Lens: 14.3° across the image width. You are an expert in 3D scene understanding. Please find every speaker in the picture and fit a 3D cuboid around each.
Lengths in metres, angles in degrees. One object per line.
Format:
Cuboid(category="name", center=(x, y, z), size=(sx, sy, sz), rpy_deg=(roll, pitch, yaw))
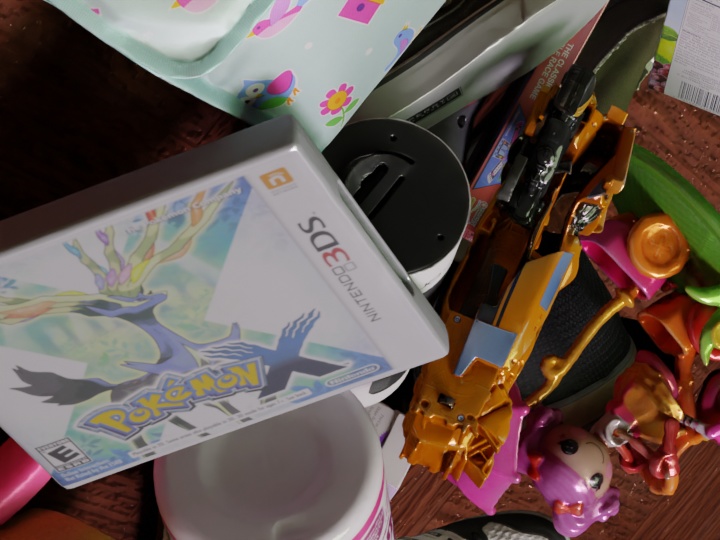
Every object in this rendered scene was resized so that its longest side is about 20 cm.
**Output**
Cuboid(category="speaker", center=(0.000, 0.000, 1.381), size=(0.081, 0.081, 0.200), rpy_deg=(-39, 168, -19))

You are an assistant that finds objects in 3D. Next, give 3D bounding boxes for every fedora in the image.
Cuboid(category="fedora", center=(0.087, 0.034, 1.631), size=(0.200, 0.200, 0.092), rpy_deg=(-26, 115, -38))

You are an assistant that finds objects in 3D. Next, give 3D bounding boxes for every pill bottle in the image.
Cuboid(category="pill bottle", center=(-0.038, 0.140, 1.462), size=(0.113, 0.113, 0.200), rpy_deg=(-40, 155, -17))

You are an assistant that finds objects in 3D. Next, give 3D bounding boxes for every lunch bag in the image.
Cuboid(category="lunch bag", center=(-0.044, -0.158, 1.164), size=(0.171, 0.122, 0.200), rpy_deg=(-50, 146, 8))

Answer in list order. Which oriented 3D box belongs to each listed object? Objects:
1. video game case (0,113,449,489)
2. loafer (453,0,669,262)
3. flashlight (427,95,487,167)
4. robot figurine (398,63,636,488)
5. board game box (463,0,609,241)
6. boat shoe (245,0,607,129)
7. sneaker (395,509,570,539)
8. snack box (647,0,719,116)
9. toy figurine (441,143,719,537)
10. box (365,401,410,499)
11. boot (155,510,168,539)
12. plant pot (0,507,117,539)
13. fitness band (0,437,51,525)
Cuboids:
Cuboid(category="video game case", center=(-0.083, 0.019, 1.258), size=(0.199, 0.022, 0.182), rpy_deg=(-19, 143, 14))
Cuboid(category="loafer", center=(0.118, -0.074, 1.588), size=(0.200, 0.070, 0.075), rpy_deg=(-50, 154, 3))
Cuboid(category="flashlight", center=(0.055, -0.109, 1.449), size=(0.068, 0.068, 0.200), rpy_deg=(16, 114, -40))
Cuboid(category="robot figurine", center=(0.077, -0.001, 1.384), size=(0.145, 0.058, 0.201), rpy_deg=(104, 11, -73))
Cuboid(category="board game box", center=(0.101, -0.114, 1.489), size=(0.201, 0.019, 0.103), rpy_deg=(-61, -178, 13))
Cuboid(category="boat shoe", center=(0.034, -0.112, 1.378), size=(0.200, 0.064, 0.071), rpy_deg=(-31, 164, -7))
Cuboid(category="sneaker", center=(0.027, 0.184, 1.619), size=(0.199, 0.076, 0.088), rpy_deg=(-16, 167, -4))
Cuboid(category="snack box", center=(0.217, -0.198, 1.482), size=(0.200, 0.067, 0.169), rpy_deg=(92, 21, -64))
Cuboid(category="toy figurine", center=(0.127, 0.066, 1.509), size=(0.184, 0.200, 0.150), rpy_deg=(-39, -171, -10))
Cuboid(category="box", center=(0.000, 0.115, 1.588), size=(0.042, 0.039, 0.200), rpy_deg=(-61, 179, -18))
Cuboid(category="boot", center=(-0.049, 0.085, 1.563), size=(0.175, 0.066, 0.200), rpy_deg=(-31, 151, -18))
Cuboid(category="plant pot", center=(-0.161, 0.204, 1.428), size=(0.142, 0.199, 0.200), rpy_deg=(-59, 159, -20))
Cuboid(category="fitness band", center=(-0.207, 0.085, 1.335), size=(0.200, 0.037, 0.144), rpy_deg=(-11, 136, -50))
